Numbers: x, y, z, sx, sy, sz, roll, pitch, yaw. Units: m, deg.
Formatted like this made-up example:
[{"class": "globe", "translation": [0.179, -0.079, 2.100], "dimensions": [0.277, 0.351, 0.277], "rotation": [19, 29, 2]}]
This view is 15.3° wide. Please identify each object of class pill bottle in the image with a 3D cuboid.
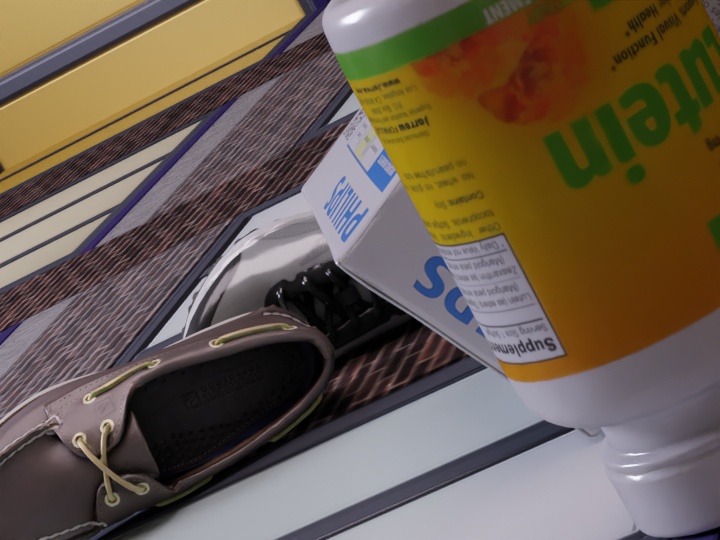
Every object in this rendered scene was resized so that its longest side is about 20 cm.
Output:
[{"class": "pill bottle", "translation": [0.080, -0.021, 0.855], "dimensions": [0.111, 0.201, 0.111], "rotation": [-28, 11, 6]}]

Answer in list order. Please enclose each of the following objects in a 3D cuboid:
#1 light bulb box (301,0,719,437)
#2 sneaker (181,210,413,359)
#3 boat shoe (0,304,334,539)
[{"class": "light bulb box", "translation": [0.087, -0.064, 1.068], "dimensions": [0.200, 0.124, 0.198], "rotation": [-55, 10, 5]}, {"class": "sneaker", "translation": [0.000, 0.000, 1.325], "dimensions": [0.199, 0.074, 0.079], "rotation": [-31, 16, -9]}, {"class": "boat shoe", "translation": [-0.103, 0.077, 1.236], "dimensions": [0.199, 0.072, 0.059], "rotation": [-26, 7, -15]}]
